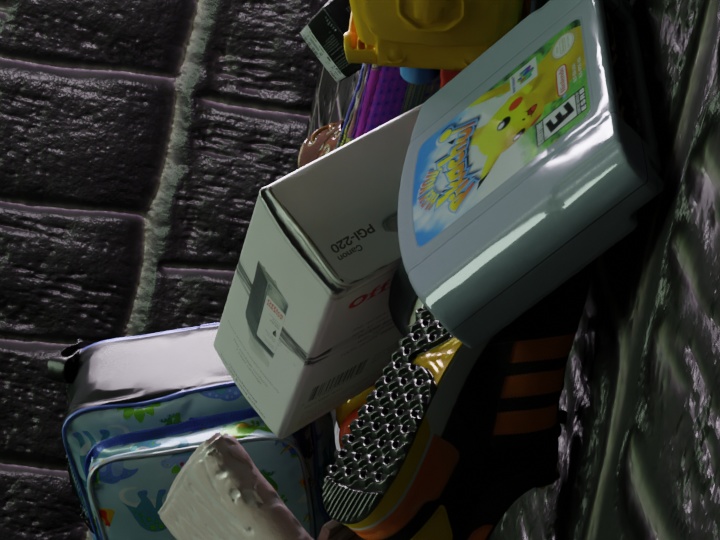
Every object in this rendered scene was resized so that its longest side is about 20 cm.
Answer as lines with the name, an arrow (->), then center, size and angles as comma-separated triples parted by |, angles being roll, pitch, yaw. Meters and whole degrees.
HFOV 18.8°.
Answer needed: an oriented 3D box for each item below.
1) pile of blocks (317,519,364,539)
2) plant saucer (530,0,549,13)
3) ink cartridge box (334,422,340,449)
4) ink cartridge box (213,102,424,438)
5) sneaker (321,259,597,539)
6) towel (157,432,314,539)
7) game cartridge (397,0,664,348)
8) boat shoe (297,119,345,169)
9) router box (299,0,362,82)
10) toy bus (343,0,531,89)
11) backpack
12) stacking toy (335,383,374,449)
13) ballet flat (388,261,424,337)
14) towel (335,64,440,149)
pile of blocks -> 0.029, 0.136, 1.185 | 0.082, 0.062, 0.200 | -31, -30, -39
plant saucer -> 0.119, -0.176, 1.173 | 0.200, 0.027, 0.201 | -168, 90, -85
ink cartridge box -> 0.001, 0.151, 1.573 | 0.119, 0.042, 0.201 | 122, 161, -68
ink cartridge box -> 0.000, 0.000, 1.329 | 0.085, 0.145, 0.200 | 53, 153, 16
sneaker -> 0.066, 0.056, 1.010 | 0.200, 0.090, 0.070 | -55, 25, -19
towel -> -0.035, 0.190, 1.220 | 0.032, 0.200, 0.191 | -38, -5, -18
game cartridge -> 0.075, -0.054, 1.009 | 0.133, 0.040, 0.200 | -42, 23, 24
boat shoe -> -0.013, -0.070, 1.440 | 0.072, 0.072, 0.200 | 0, -58, -53
router box -> 0.037, -0.197, 1.487 | 0.149, 0.051, 0.200 | -38, 5, -3
toy bus -> 0.051, -0.196, 1.213 | 0.192, 0.135, 0.200 | 84, -169, -47
backpack -> -0.103, 0.150, 1.470 | 0.147, 0.182, 0.200 | -96, -5, -56
stacking toy -> 0.010, 0.083, 1.444 | 0.200, 0.085, 0.086 | -90, 13, -50
ballet flat -> 0.057, 0.009, 1.200 | 0.200, 0.073, 0.073 | 114, 166, -55
towel -> 0.047, -0.135, 1.372 | 0.143, 0.023, 0.200 | -17, -49, -47
